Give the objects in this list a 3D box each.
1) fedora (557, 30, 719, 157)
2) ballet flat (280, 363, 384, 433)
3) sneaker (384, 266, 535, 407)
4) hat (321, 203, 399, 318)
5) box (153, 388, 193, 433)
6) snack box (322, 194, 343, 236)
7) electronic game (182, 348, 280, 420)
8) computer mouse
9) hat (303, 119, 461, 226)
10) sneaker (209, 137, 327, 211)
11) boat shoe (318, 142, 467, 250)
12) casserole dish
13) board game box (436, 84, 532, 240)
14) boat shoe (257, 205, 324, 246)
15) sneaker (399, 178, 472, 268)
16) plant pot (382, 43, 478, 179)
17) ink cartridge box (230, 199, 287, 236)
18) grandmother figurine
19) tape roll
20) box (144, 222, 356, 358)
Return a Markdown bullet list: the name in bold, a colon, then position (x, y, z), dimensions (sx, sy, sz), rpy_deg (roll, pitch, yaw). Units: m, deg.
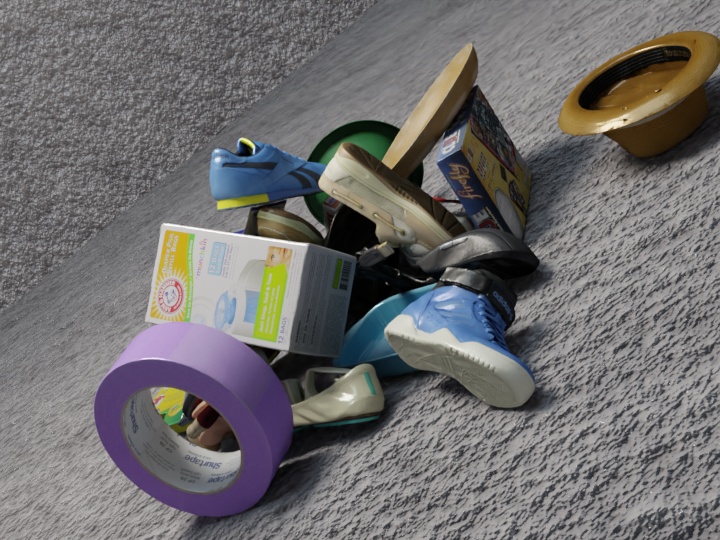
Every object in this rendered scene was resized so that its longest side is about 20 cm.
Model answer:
- **fedora**: position (0.314, -0.181, 1.353), dimensions (0.199, 0.082, 0.201), rpy_deg (-29, 22, 13)
- **ballet flat**: position (-0.055, 0.138, 1.292), dimensions (0.198, 0.070, 0.070), rpy_deg (-19, 25, 39)
- **sneaker**: position (0.114, 0.052, 1.141), dimensions (0.111, 0.077, 0.199), rpy_deg (-44, 26, -16)
- **hat**: position (0.000, 0.000, 1.478), dimensions (0.202, 0.080, 0.201), rpy_deg (-60, -12, -21)
- **box**: position (-0.202, 0.145, 1.611), dimensions (0.116, 0.049, 0.200), rpy_deg (-19, 23, 46)
- **snack box**: position (-0.013, -0.051, 1.553), dimensions (0.072, 0.024, 0.201), rpy_deg (-53, -19, -23)
- **electronic game**: position (-0.136, 0.104, 1.477), dimensions (0.200, 0.042, 0.200), rpy_deg (-44, -11, -10)
- **computer mouse**: position (0.084, -0.020, 1.309), dimensions (0.199, 0.139, 0.047), rpy_deg (-17, 62, 48)
- **hat**: position (0.019, -0.090, 1.612), dimensions (0.200, 0.165, 0.177), rpy_deg (-48, 24, 20)
- **sneaker**: position (-0.097, -0.119, 1.429), dimensions (0.065, 0.080, 0.199), rpy_deg (-8, 4, 38)
- **boat shoe**: position (0.044, -0.060, 1.389), dimensions (0.065, 0.199, 0.072), rpy_deg (-53, 2, 19)
- **casserole dish**: position (0.054, 0.067, 1.313), dimensions (0.198, 0.039, 0.121), rpy_deg (-17, 26, 47)
- **board game box**: position (0.147, -0.117, 1.432), dimensions (0.034, 0.136, 0.201), rpy_deg (-26, 20, 23)
- **boat shoe**: position (-0.080, -0.011, 1.455), dimensions (0.071, 0.200, 0.077), rpy_deg (21, 79, 23)
- **sneaker**: position (0.066, -0.063, 1.500), dimensions (0.077, 0.101, 0.199), rpy_deg (-28, 14, -21)
- **plant pot**: position (0.083, -0.179, 1.475), dimensions (0.201, 0.027, 0.200), rpy_deg (-54, 9, 12)
- **ink cartridge box**: position (-0.146, 0.009, 1.472), dimensions (0.094, 0.037, 0.203), rpy_deg (-22, -46, -65)
- **grandmother figurine**: position (-0.142, 0.141, 1.353), dimensions (0.121, 0.060, 0.200), rpy_deg (-46, -5, -34)
- **tape roll**: position (-0.170, 0.153, 1.261), dimensions (0.198, 0.201, 0.066), rpy_deg (-25, 20, 34)
- **box**: position (-0.118, 0.021, 1.317), dimensions (0.197, 0.101, 0.115), rpy_deg (9, 87, 32)
